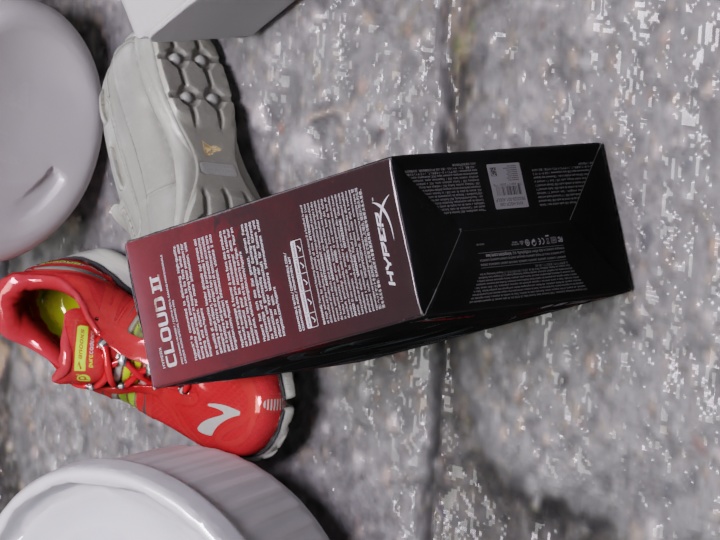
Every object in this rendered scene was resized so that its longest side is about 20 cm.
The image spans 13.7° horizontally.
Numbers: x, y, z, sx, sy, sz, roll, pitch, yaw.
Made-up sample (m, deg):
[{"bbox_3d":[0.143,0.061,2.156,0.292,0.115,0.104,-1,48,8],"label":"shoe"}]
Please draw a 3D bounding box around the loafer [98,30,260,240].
[{"bbox_3d":[-0.091,-0.031,1.533,0.070,0.070,0.201,-37,54,42],"label":"loafer"}]

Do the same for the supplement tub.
[{"bbox_3d":[-0.253,-0.091,1.633,0.200,0.144,0.145,16,105,42],"label":"supplement tub"}]

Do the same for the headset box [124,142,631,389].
[{"bbox_3d":[0.000,0.000,1.400,0.200,0.149,0.077,-17,82,42],"label":"headset box"}]

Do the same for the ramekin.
[{"bbox_3d":[-0.091,0.181,1.522,0.202,0.094,0.203,13,113,32],"label":"ramekin"}]

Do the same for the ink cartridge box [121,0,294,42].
[{"bbox_3d":[-0.075,-0.232,1.490,0.146,0.083,0.201,-34,70,39],"label":"ink cartridge box"}]

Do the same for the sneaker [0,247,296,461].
[{"bbox_3d":[-0.117,0.049,1.560,0.200,0.085,0.077,24,111,39],"label":"sneaker"}]
